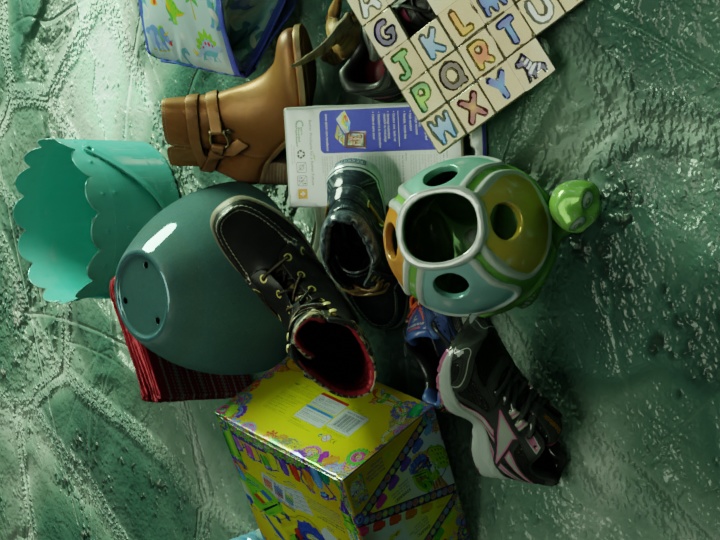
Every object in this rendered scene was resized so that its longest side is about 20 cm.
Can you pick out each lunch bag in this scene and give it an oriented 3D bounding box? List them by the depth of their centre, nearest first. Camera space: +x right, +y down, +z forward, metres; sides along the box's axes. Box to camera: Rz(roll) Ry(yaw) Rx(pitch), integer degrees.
[{"bbox_3d":[-0.155,-0.311,1.465,0.169,0.126,0.203,19,102,46],"label":"lunch bag"}]

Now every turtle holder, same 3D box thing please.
[{"bbox_3d":[0.105,-0.026,1.187,0.184,0.131,0.143,18,92,23],"label":"turtle holder"}]

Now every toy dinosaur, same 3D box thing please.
[{"bbox_3d":[-0.014,-0.228,1.327,0.060,0.200,0.108,19,95,2],"label":"toy dinosaur"}]

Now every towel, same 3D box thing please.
[{"bbox_3d":[-0.195,0.077,1.540,0.022,0.199,0.146,-26,75,23],"label":"towel"}]

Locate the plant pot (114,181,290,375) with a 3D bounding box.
[{"bbox_3d":[-0.170,0.016,1.422,0.199,0.134,0.203,10,105,43],"label":"plant pot"}]

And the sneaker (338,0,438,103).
[{"bbox_3d":[0.047,-0.219,1.273,0.077,0.083,0.200,60,136,22],"label":"sneaker"}]

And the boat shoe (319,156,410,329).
[{"bbox_3d":[0.000,0.000,1.307,0.070,0.091,0.202,-4,130,15],"label":"boat shoe"}]

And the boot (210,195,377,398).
[{"bbox_3d":[-0.059,0.026,1.299,0.201,0.073,0.151,53,-177,-22],"label":"boot"}]

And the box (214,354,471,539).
[{"bbox_3d":[-0.015,0.210,1.354,0.199,0.122,0.195,20,135,46],"label":"box"}]

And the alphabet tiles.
[{"bbox_3d":[0.100,-0.225,1.204,0.199,0.008,0.168,-34,84,29],"label":"alphabet tiles"}]

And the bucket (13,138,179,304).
[{"bbox_3d":[-0.319,-0.064,1.701,0.206,0.134,0.210,14,108,49],"label":"bucket"}]

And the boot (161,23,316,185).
[{"bbox_3d":[-0.124,-0.169,1.410,0.201,0.153,0.077,96,-177,-52],"label":"boot"}]

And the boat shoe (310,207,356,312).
[{"bbox_3d":[-0.020,-0.022,1.411,0.071,0.060,0.204,16,113,15],"label":"boat shoe"}]

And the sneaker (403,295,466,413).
[{"bbox_3d":[0.075,0.039,1.296,0.075,0.078,0.203,-26,78,48],"label":"sneaker"}]

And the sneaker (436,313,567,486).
[{"bbox_3d":[0.134,0.116,1.210,0.086,0.081,0.201,15,150,34],"label":"sneaker"}]

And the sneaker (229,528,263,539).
[{"bbox_3d":[-0.126,0.367,1.560,0.079,0.130,0.202,31,120,40],"label":"sneaker"}]

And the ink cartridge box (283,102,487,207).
[{"bbox_3d":[0.026,-0.110,1.318,0.197,0.037,0.096,0,99,19],"label":"ink cartridge box"}]
